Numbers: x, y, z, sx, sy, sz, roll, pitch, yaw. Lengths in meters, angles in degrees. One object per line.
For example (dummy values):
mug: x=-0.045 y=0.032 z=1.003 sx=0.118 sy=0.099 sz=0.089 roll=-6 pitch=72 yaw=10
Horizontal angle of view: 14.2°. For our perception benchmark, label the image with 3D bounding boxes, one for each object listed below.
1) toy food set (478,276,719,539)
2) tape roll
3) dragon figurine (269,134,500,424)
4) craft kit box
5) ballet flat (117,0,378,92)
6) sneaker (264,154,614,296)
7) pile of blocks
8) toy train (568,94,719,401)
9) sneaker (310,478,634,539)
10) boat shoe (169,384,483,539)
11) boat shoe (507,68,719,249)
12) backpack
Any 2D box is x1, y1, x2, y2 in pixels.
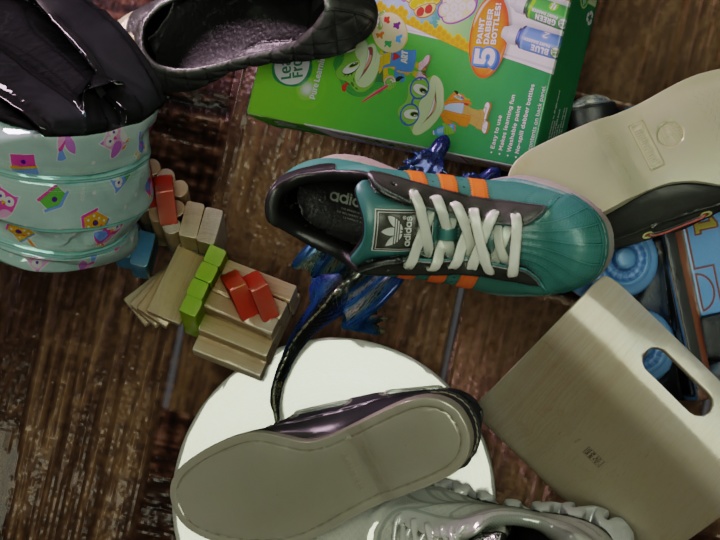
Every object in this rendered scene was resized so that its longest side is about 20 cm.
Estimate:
toy food set: x=0.155 y=0.090 z=1.689 sx=0.144 sy=0.200 sz=0.060 roll=44 pitch=66 yaw=4
tape roll: x=-0.016 y=0.141 z=1.772 sx=0.202 sy=0.037 sz=0.203 roll=0 pitch=87 yaw=2
dragon figurine: x=0.000 y=0.000 z=1.715 sx=0.200 sy=0.099 sz=0.059 roll=-43 pitch=79 yaw=-1
craft kit box: x=0.046 y=-0.170 z=1.747 sx=0.197 sy=0.049 sz=0.200 roll=12 pitch=87 yaw=29
ballet flat: x=-0.082 y=-0.151 z=1.751 sx=0.200 sy=0.057 sz=0.067 roll=-9 pitch=76 yaw=31
sneaker: x=0.039 y=-0.021 z=1.618 sx=0.200 sy=0.080 sz=0.071 roll=9 pitch=103 yaw=24
pile of blocks: x=-0.120 y=-0.020 z=1.753 sx=0.082 sy=0.062 sz=0.200 roll=-41 pitch=75 yaw=-12
toy train: x=0.182 y=-0.013 z=1.743 sx=0.114 sy=0.087 sz=0.200 roll=-12 pitch=90 yaw=-9
sneaker: x=0.058 y=0.161 z=1.697 sx=0.200 sy=0.081 sz=0.075 roll=1 pitch=88 yaw=20
boat shoe: x=-0.017 y=0.114 z=1.724 sx=0.200 sy=0.063 sz=0.073 roll=-18 pitch=97 yaw=22
boat shoe: x=0.183 y=-0.063 z=1.667 sx=0.201 sy=0.063 sz=0.074 roll=-18 pitch=69 yaw=2
backpack: x=-0.202 y=-0.086 z=1.708 sx=0.200 sy=0.167 sz=0.127 roll=31 pitch=131 yaw=39
